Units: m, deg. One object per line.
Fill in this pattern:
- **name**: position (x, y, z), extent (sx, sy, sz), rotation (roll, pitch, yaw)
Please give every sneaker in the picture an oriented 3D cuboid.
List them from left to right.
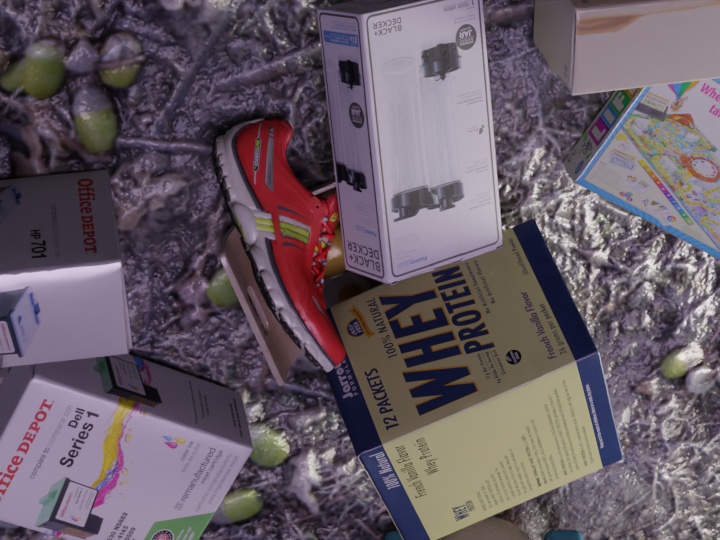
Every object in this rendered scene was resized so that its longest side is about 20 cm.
- **sneaker**: position (-0.046, -0.023, 1.261), extent (0.084, 0.077, 0.202), rotation (-22, 85, -5)

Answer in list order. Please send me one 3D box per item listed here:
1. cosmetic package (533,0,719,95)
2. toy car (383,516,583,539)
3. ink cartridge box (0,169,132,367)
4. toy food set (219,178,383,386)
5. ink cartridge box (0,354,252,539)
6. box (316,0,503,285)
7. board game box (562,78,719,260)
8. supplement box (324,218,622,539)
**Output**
- **cosmetic package**: position (0.239, -0.194, 1.254), extent (0.198, 0.105, 0.072), rotation (-8, 122, -11)
- **toy car**: position (0.114, 0.342, 1.559), extent (0.182, 0.179, 0.201), rotation (0, 152, 2)
- **ink cartridge box**: position (-0.275, 0.002, 1.224), extent (0.198, 0.147, 0.087), rotation (-8, 122, -10)
- **toy food set**: position (0.000, 0.000, 1.343), extent (0.198, 0.061, 0.144), rotation (-22, 124, 1)
- **ink cartridge box**: position (-0.211, 0.148, 1.370), extent (0.198, 0.084, 0.146), rotation (21, 115, -24)
- **box**: position (0.038, -0.103, 1.233), extent (0.116, 0.060, 0.202), rotation (-19, 111, -32)
- **board game box**: position (0.284, -0.093, 1.370), extent (0.199, 0.034, 0.135), rotation (25, 113, -26)
- **supplement box**: position (0.088, 0.097, 1.346), extent (0.198, 0.135, 0.201), rotation (-23, 146, 1)
